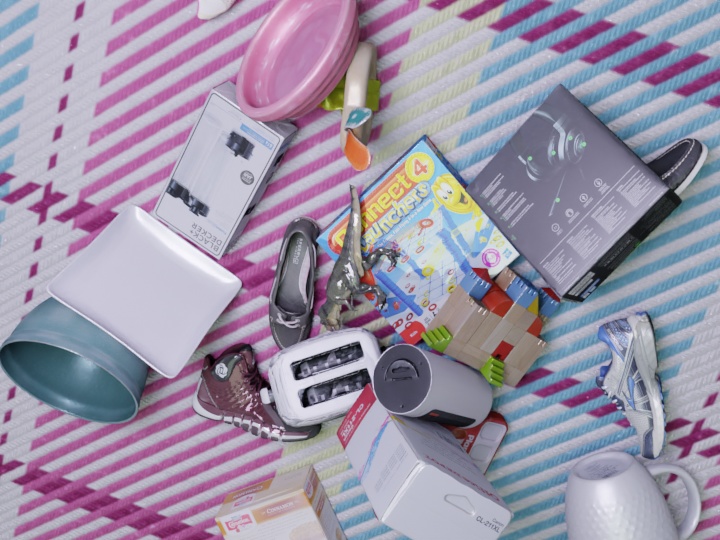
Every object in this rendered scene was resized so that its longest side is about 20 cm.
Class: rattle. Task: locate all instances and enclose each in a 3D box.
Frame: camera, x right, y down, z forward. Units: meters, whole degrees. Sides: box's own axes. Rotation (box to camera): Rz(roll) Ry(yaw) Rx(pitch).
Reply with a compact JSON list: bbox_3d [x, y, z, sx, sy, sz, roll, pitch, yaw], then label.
[{"bbox_3d":[-0.044,-0.198,0.960,0.140,0.202,0.131,19,136,-5],"label":"rattle"}]

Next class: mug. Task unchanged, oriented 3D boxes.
[{"bbox_3d":[0.377,0.340,1.099,0.196,0.148,0.179,-19,97,-8],"label":"mug"}]

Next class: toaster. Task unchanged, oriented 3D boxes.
[{"bbox_3d":[-0.036,0.141,1.074,0.196,0.129,0.116,-16,83,-2],"label":"toaster"}]

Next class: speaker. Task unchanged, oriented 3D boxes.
[{"bbox_3d":[0.093,0.146,0.992,0.080,0.199,0.083,-9,71,28],"label":"speaker"}]

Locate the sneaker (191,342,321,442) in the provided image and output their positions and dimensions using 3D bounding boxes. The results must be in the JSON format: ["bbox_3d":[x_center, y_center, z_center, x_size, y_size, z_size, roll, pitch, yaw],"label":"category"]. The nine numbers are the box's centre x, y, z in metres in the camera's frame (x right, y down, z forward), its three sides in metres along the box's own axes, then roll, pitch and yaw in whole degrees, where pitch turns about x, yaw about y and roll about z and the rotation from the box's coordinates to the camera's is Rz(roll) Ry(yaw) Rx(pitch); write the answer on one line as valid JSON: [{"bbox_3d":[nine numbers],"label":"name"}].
[{"bbox_3d":[-0.145,0.169,1.151,0.195,0.076,0.118,13,105,5],"label":"sneaker"}]

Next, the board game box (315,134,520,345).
[{"bbox_3d":[0.076,-0.038,1.068,0.199,0.056,0.196,-41,97,17],"label":"board game box"}]

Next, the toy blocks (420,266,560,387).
[{"bbox_3d":[0.183,0.062,1.038,0.198,0.100,0.138,26,106,-35],"label":"toy blocks"}]

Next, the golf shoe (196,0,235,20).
[{"bbox_3d":[-0.230,-0.403,0.997,0.091,0.075,0.200,-41,96,20],"label":"golf shoe"}]

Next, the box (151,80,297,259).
[{"bbox_3d":[-0.181,-0.130,1.061,0.116,0.060,0.201,34,116,-2],"label":"box"}]

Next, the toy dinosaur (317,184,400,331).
[{"bbox_3d":[0.000,0.000,1.037,0.086,0.047,0.204,18,107,11],"label":"toy dinosaur"}]

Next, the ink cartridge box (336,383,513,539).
[{"bbox_3d":[0.068,0.236,0.937,0.144,0.200,0.084,34,95,-21],"label":"ink cartridge box"}]

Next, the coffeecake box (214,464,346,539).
[{"bbox_3d":[-0.107,0.420,1.218,0.151,0.073,0.203,-21,102,13],"label":"coffeecake box"}]

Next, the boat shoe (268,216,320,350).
[{"bbox_3d":[-0.095,0.026,1.110,0.065,0.057,0.205,11,107,4],"label":"boat shoe"}]

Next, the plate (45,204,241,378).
[{"bbox_3d":[-0.285,0.028,1.078,0.198,0.201,0.032,35,135,-4],"label":"plate"}]

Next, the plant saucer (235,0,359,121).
[{"bbox_3d":[-0.071,-0.264,0.969,0.050,0.202,0.201,31,112,-37],"label":"plant saucer"}]

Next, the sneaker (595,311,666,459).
[{"bbox_3d":[0.364,0.157,1.084,0.083,0.077,0.205,-8,98,20],"label":"sneaker"}]

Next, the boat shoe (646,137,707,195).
[{"bbox_3d":[0.342,-0.099,1.007,0.060,0.074,0.200,41,116,-10],"label":"boat shoe"}]

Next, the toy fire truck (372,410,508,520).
[{"bbox_3d":[0.106,0.280,1.137,0.165,0.112,0.204,16,107,-20],"label":"toy fire truck"}]

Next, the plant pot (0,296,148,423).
[{"bbox_3d":[-0.377,0.101,1.111,0.196,0.136,0.202,11,143,8],"label":"plant pot"}]

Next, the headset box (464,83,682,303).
[{"bbox_3d":[0.249,-0.095,0.969,0.175,0.092,0.201,-48,64,18],"label":"headset box"}]
